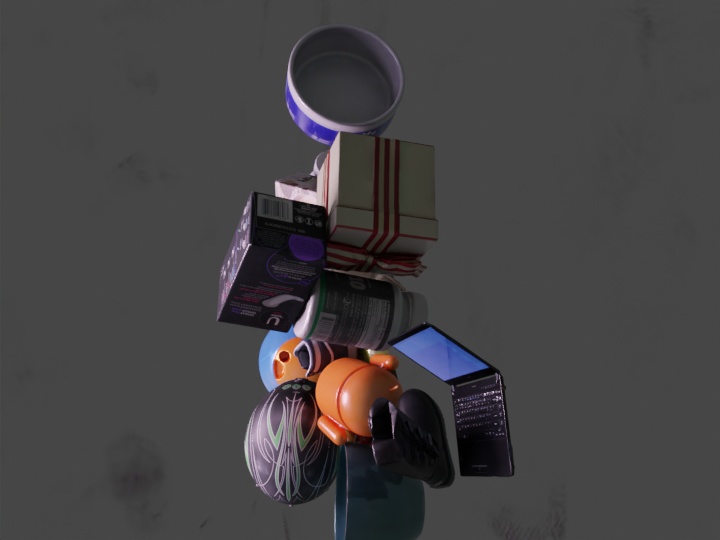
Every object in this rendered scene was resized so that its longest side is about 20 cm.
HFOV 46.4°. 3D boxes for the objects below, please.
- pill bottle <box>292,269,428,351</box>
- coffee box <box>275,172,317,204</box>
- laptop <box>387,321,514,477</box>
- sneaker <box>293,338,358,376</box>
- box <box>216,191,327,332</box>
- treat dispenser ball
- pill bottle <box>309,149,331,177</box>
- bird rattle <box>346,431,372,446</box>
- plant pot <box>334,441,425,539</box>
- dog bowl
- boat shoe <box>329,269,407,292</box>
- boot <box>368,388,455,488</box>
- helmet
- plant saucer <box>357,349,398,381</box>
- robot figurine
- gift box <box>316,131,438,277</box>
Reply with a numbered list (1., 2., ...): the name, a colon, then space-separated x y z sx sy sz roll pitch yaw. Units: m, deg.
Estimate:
1. pill bottle: 0.000 0.067 1.342 0.113 0.198 0.114 -169 90 -71
2. coffee box: -0.064 -0.108 1.604 0.199 0.080 0.114 16 118 34
3. laptop: 0.117 0.180 1.138 0.177 0.102 0.202 138 129 -71
4. sneaker: -0.059 0.181 1.529 0.070 0.108 0.201 50 153 44
5. box: -0.137 -0.008 1.281 0.200 0.121 0.107 122 153 -46
6. treat dispenser ball: -0.120 0.196 1.812 0.201 0.199 0.203 178 90 -74
7. pill bottle: -0.061 -0.142 1.731 0.201 0.115 0.116 106 156 -46
8. bird rattle: -0.007 0.315 1.614 0.201 0.112 0.164 110 165 -48
9. plant pot: 0.032 0.386 1.379 0.200 0.133 0.202 -176 90 -84
10. dog bowl: -0.028 -0.314 1.433 0.079 0.198 0.202 117 148 -66
11. boat shoe: 0.002 -0.002 1.465 0.075 0.199 0.066 -53 -7 -3
12. boot: 0.062 0.222 1.210 0.200 0.065 0.166 36 -155 -54
13. helmet: -0.117 0.310 1.504 0.191 0.198 0.202 -80 -4 -63
14. plant saucer: 0.012 0.173 1.538 0.200 0.031 0.201 53 154 40
15. robot figurine: -0.002 0.211 1.395 0.200 0.143 0.118 5 108 65
16. gift box: 0.023 -0.083 1.331 0.200 0.183 0.188 116 157 -65
